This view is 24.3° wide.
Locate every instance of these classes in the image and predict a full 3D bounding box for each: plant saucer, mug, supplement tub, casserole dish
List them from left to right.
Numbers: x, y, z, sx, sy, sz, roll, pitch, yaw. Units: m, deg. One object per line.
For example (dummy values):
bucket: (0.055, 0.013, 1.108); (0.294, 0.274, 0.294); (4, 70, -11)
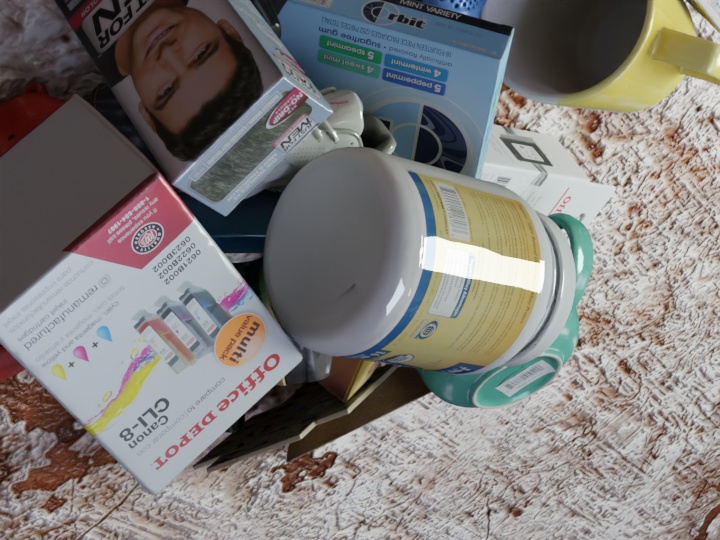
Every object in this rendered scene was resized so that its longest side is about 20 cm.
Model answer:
casserole dish: (-0.127, -0.036, 1.274); (0.200, 0.039, 0.121); (-2, 175, -10)
plant saucer: (0.012, 0.124, 1.593); (0.200, 0.035, 0.200); (-26, 175, -2)
supplement tub: (0.046, -0.002, 1.194); (0.200, 0.145, 0.145); (12, 124, -44)
mug: (0.120, 0.043, 1.463); (0.152, 0.115, 0.185); (-12, 150, -21)
mug: (0.205, -0.179, 1.340); (0.149, 0.187, 0.153); (-41, 154, 21)

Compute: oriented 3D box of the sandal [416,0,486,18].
sandal: (0.067, -0.178, 1.298); (0.079, 0.087, 0.200); (-8, 135, -32)

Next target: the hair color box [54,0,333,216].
hair color box: (-0.112, -0.141, 1.088); (0.099, 0.200, 0.061); (-43, 144, 11)

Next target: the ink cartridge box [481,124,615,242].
ink cartridge box: (0.120, -0.065, 1.490); (0.200, 0.067, 0.116); (6, 130, -44)

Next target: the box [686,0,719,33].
box: (0.267, -0.283, 1.318); (0.101, 0.113, 0.200); (-44, 143, 11)

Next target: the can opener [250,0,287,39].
can opener: (-0.054, -0.214, 1.145); (0.063, 0.079, 0.200); (-21, 151, -50)

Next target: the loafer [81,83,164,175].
loafer: (-0.135, -0.102, 1.250); (0.072, 0.073, 0.200); (-3, 160, 22)

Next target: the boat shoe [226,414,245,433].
boat shoe: (-0.110, 0.076, 1.446); (0.062, 0.073, 0.200); (17, 137, -5)

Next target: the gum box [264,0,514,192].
gum box: (0.015, -0.117, 1.268); (0.200, 0.170, 0.045); (99, 10, -47)

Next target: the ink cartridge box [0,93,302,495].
ink cartridge box: (-0.164, 0.018, 1.115); (0.145, 0.145, 0.200); (-42, 132, -7)

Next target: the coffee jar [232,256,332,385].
coffee jar: (-0.121, 0.040, 1.319); (0.200, 0.085, 0.104); (-2, 112, 2)

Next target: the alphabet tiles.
alphabet tiles: (-0.057, 0.130, 1.503); (0.166, 0.006, 0.200); (-23, -174, 25)

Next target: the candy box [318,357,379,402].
candy box: (0.000, 0.000, 1.417); (0.200, 0.117, 0.056); (-57, 171, 28)

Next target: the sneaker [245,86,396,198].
sneaker: (-0.050, -0.101, 1.187); (0.099, 0.078, 0.200); (-37, 157, 28)

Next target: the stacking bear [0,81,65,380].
stacking bear: (-0.251, -0.034, 1.189); (0.114, 0.121, 0.200); (3, 123, -40)
